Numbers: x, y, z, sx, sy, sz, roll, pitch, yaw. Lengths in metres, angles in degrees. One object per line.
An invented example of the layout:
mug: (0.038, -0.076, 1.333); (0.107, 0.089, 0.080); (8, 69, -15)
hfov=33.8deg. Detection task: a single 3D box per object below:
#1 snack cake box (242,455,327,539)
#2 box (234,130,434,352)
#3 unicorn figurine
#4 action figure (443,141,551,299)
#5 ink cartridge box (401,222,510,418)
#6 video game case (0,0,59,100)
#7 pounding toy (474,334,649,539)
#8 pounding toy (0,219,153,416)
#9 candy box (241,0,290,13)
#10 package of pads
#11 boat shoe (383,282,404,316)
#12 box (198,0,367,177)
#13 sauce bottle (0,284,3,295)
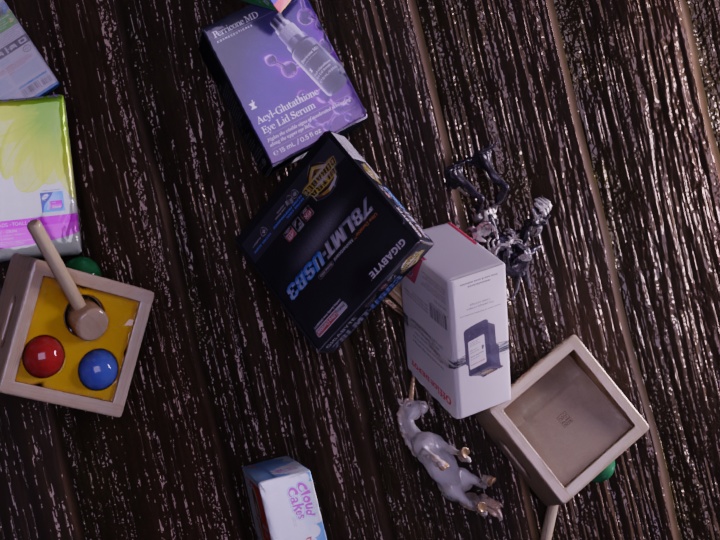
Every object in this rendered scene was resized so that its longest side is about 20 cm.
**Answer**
snack cake box: (-0.094, 0.300, 1.468); (0.066, 0.200, 0.117); (-12, 89, -12)
box: (-0.037, -0.036, 1.494); (0.200, 0.050, 0.199); (-47, 64, 19)
unicorn figurine: (0.107, 0.245, 1.560); (0.073, 0.137, 0.202); (-27, 106, -21)
action figure: (0.189, -0.064, 1.597); (0.118, 0.102, 0.202); (-27, 90, -23)
ink cartridge box: (0.119, 0.063, 1.512); (0.083, 0.145, 0.202); (-16, 119, -19)
video game case: (-0.501, -0.284, 1.519); (0.142, 0.018, 0.201); (-35, 94, -10)
pounding toy: (0.266, 0.231, 1.590); (0.183, 0.142, 0.201); (-38, 83, -11)
pounding toy: (-0.353, 0.056, 1.422); (0.183, 0.142, 0.202); (17, 87, -32)
candy box: (-0.121, -0.429, 1.508); (0.170, 0.199, 0.077); (-51, 130, -9)
package of pads: (-0.437, -0.113, 1.487); (0.152, 0.068, 0.203); (-6, 94, -12)
boat shoe: (0.000, 0.000, 1.569); (0.198, 0.074, 0.070); (27, 76, -9)
box: (-0.104, -0.247, 1.549); (0.147, 0.104, 0.202); (-29, 93, -11)
sauce bottle: (-0.520, 0.021, 1.471); (0.197, 0.066, 0.067); (11, 84, -8)
